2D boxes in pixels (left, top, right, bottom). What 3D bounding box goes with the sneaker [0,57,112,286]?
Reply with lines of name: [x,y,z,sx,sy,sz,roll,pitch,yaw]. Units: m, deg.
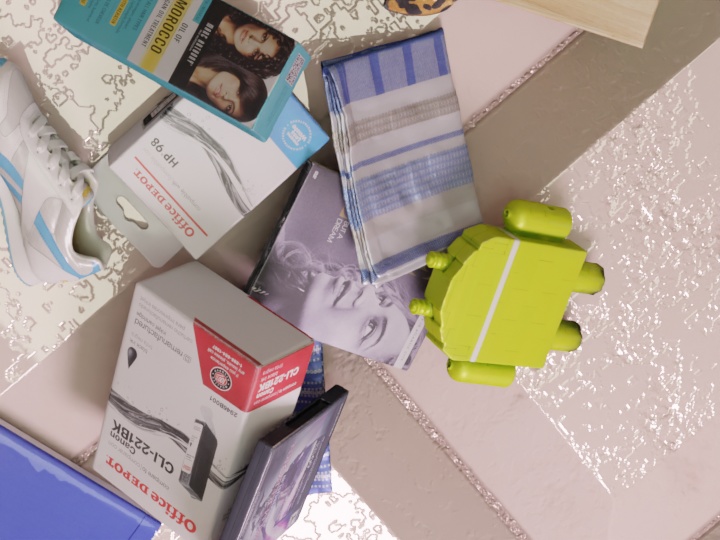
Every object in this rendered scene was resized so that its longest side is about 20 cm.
sneaker: [-0.268,-0.085,1.199,0.080,0.077,0.202,-5,118,13]

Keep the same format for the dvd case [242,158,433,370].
dvd case: [0.000,0.000,1.281,0.198,0.016,0.150,20,102,-36]

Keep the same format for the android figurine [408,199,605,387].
android figurine: [0.133,0.024,1.302,0.198,0.041,0.184,6,110,-33]

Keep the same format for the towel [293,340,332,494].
towel: [-0.100,0.126,1.329,0.143,0.024,0.203,-6,107,-8]

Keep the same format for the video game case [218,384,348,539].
video game case: [-0.071,0.188,1.248,0.019,0.200,0.144,25,105,12]

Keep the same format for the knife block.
knife block: [0.130,-0.254,1.185,0.174,0.199,0.065,5,109,-43]

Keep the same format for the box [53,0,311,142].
box: [-0.146,-0.190,1.161,0.198,0.049,0.083,29,89,11]

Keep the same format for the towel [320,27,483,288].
towel: [0.041,-0.100,1.250,0.146,0.024,0.203,-20,105,-34]

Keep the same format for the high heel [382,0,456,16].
high heel: [0.047,-0.310,1.123,0.141,0.071,0.202,-28,103,3]

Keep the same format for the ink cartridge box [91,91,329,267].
ink cartridge box: [-0.139,-0.095,1.232,0.200,0.067,0.116,-42,110,3]

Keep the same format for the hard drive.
hard drive: [-0.304,0.235,1.321,0.199,0.025,0.133,35,98,-18]

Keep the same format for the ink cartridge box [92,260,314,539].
ink cartridge box: [-0.140,0.119,1.230,0.143,0.083,0.202,31,120,24]
